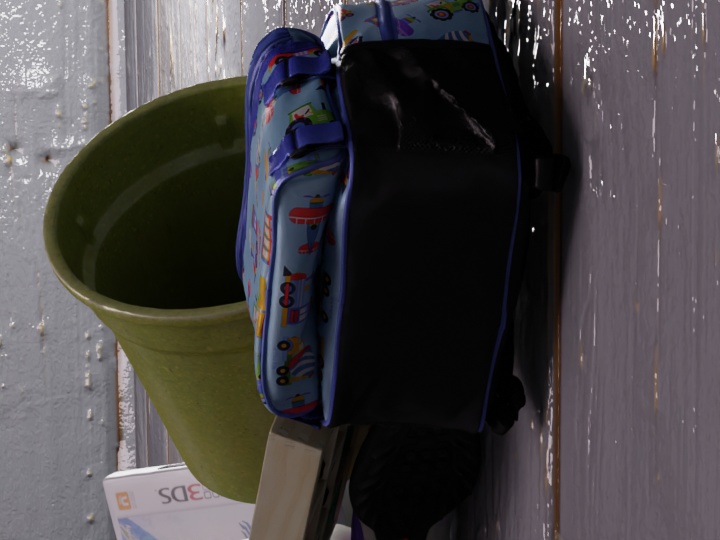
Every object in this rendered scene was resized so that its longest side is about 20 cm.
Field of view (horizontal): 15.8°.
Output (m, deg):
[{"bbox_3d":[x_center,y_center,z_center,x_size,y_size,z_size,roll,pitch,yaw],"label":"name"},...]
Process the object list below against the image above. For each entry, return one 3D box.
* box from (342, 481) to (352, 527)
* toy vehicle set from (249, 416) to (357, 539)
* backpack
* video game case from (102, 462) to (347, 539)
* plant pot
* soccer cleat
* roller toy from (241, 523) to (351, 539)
[{"bbox_3d":[-0.052,0.200,1.727,0.113,0.101,0.201,-126,35,-73],"label":"box"},{"bbox_3d":[-0.028,0.108,1.340,0.201,0.026,0.125,102,-172,-46],"label":"toy vehicle set"},{"bbox_3d":[0.010,-0.045,1.218,0.201,0.134,0.183,-100,13,-50],"label":"backpack"},{"bbox_3d":[-0.071,0.217,1.639,0.182,0.022,0.201,-11,96,39],"label":"video game case"},{"bbox_3d":[-0.060,0.024,1.460,0.201,0.199,0.185,-104,0,-49],"label":"plant pot"},{"bbox_3d":[0.022,0.112,1.381,0.201,0.068,0.073,94,168,-48],"label":"soccer cleat"},{"bbox_3d":[-0.039,0.243,1.489,0.200,0.139,0.184,25,-126,-80],"label":"roller toy"}]
